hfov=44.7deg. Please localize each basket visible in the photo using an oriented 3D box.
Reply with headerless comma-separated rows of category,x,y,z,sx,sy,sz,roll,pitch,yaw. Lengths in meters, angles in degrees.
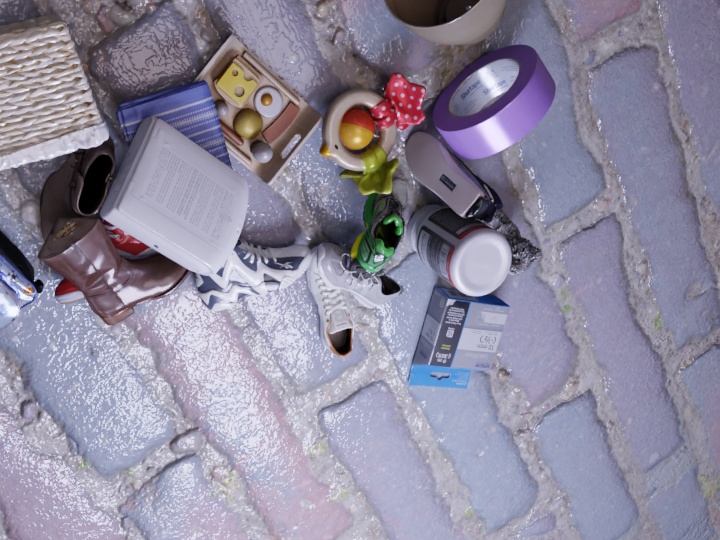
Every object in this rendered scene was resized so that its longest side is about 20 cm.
basket,-0.455,-0.235,1.155,0.198,0.198,0.163,-18,114,-16

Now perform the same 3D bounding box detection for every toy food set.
toy food set,-0.171,-0.247,1.356,0.200,0.060,0.144,39,91,-31

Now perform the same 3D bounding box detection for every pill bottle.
pill bottle,0.163,-0.043,1.503,0.114,0.200,0.117,-8,113,-21

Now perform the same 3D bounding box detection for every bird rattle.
bird rattle,0.017,-0.227,1.418,0.161,0.113,0.202,14,102,-30

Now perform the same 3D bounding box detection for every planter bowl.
planter bowl,0.150,-0.436,1.369,0.201,0.200,0.134,-54,147,3

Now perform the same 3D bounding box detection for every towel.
towel,-0.270,-0.171,1.312,0.143,0.024,0.202,-22,117,-18

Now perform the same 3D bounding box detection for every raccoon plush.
raccoon plush,0.236,-0.073,1.562,0.097,0.134,0.200,-46,121,0

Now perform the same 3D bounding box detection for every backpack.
backpack,-0.578,0.024,1.234,0.189,0.154,0.201,-31,122,2

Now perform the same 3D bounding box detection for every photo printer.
photo printer,-0.255,-0.099,1.260,0.199,0.069,0.168,33,63,-34

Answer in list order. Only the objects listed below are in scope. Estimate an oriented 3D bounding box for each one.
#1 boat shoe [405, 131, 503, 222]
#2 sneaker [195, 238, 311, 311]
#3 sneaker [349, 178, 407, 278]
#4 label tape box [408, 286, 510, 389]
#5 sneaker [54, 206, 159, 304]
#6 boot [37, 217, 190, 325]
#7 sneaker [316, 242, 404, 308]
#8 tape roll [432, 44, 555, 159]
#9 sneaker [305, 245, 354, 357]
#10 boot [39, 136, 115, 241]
boat shoe,0.158,-0.154,1.485,0.092,0.201,0.075,13,125,-51
sneaker,-0.182,-0.028,1.423,0.197,0.080,0.131,-19,125,-5
sneaker,0.050,-0.080,1.463,0.078,0.202,0.085,33,139,-21
label tape box,0.186,0.142,1.664,0.142,0.066,0.202,8,104,-26
sneaker,-0.394,-0.041,1.329,0.199,0.071,0.113,-34,124,-17
boot,-0.344,-0.028,1.261,0.186,0.064,0.201,-40,142,-13
sneaker,0.000,0.000,1.484,0.199,0.081,0.076,30,54,-49
tape roll,0.218,-0.278,1.438,0.200,0.200,0.066,-45,120,-2
sneaker,-0.042,0.056,1.517,0.072,0.085,0.202,-18,113,-15
boot,-0.405,-0.107,1.254,0.070,0.146,0.202,11,105,-32
